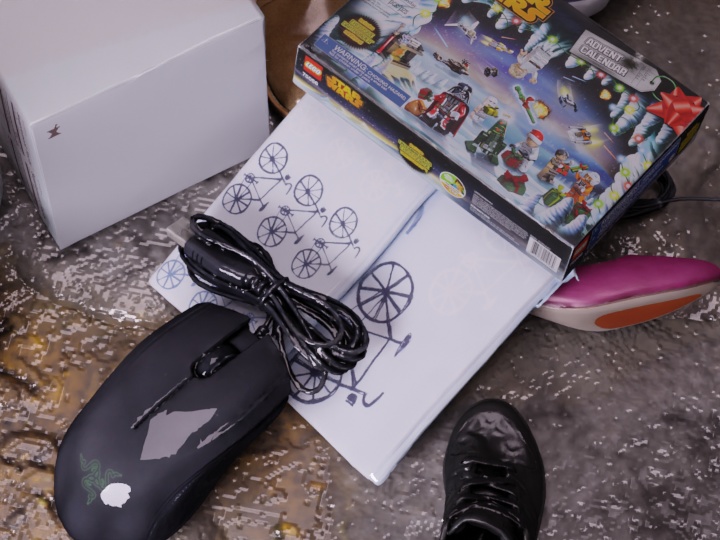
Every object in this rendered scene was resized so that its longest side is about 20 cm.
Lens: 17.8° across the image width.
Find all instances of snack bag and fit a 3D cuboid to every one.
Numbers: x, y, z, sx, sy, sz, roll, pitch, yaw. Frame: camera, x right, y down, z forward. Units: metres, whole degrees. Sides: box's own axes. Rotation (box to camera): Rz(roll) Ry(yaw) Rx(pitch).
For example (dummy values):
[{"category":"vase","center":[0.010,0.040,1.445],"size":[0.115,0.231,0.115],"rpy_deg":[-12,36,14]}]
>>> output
[{"category":"snack bag","center":[0.000,0.000,1.336],"size":[0.200,0.021,0.189],"rpy_deg":[44,95,21]}]

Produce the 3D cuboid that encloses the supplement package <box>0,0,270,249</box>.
[{"category":"supplement package","center":[-0.166,-0.154,1.381],"size":[0.151,0.151,0.200],"rpy_deg":[-26,66,-13]}]

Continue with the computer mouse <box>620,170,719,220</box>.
[{"category":"computer mouse","center":[0.220,-0.034,1.391],"size":[0.199,0.034,0.059],"rpy_deg":[6,55,11]}]

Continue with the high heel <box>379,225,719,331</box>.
[{"category":"high heel","center":[0.108,-0.012,1.353],"size":[0.199,0.067,0.096],"rpy_deg":[-8,74,0]}]

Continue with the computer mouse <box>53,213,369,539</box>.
[{"category":"computer mouse","center":[-0.104,0.070,1.303],"size":[0.138,0.053,0.200],"rpy_deg":[36,83,20]}]

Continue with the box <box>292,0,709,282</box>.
[{"category":"box","center":[0.080,-0.102,1.322],"size":[0.200,0.040,0.137],"rpy_deg":[37,60,14]}]

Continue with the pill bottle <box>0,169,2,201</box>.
[{"category":"pill bottle","center":[-0.277,-0.030,1.290],"size":[0.109,0.200,0.110],"rpy_deg":[3,105,10]}]

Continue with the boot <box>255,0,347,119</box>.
[{"category":"boot","center":[-0.033,-0.187,1.440],"size":[0.073,0.076,0.201],"rpy_deg":[1,65,-1]}]

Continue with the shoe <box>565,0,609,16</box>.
[{"category":"shoe","center":[0.166,-0.229,1.424],"size":[0.200,0.091,0.071],"rpy_deg":[-30,66,-29]}]

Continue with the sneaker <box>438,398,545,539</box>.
[{"category":"sneaker","center":[0.071,0.149,1.256],"size":[0.060,0.104,0.200],"rpy_deg":[5,64,3]}]
